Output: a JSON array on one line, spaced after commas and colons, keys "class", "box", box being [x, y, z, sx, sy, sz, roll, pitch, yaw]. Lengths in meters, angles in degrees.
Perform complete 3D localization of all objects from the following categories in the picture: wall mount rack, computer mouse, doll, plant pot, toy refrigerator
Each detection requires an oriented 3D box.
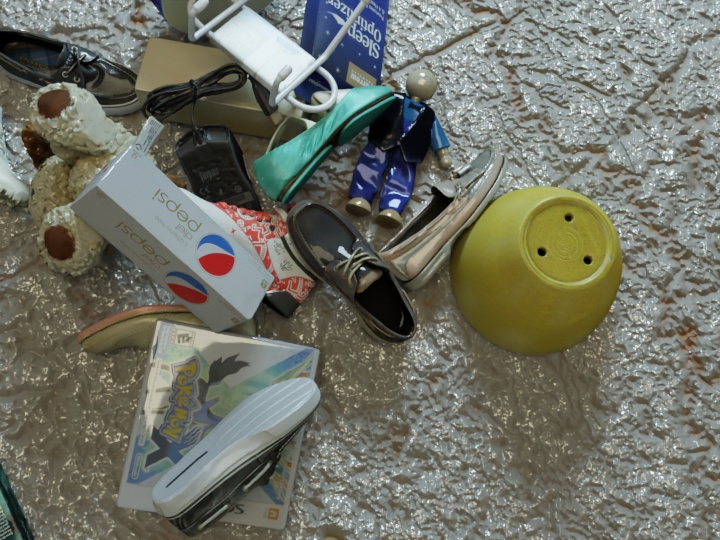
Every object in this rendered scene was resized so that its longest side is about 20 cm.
[{"class": "wall mount rack", "box": [-0.084, -0.275, 0.787, 0.200, 0.075, 0.174, 39, 63, 2]}, {"class": "computer mouse", "box": [-0.147, -0.139, 0.842, 0.140, 0.046, 0.201, -24, 109, 4]}, {"class": "doll", "box": [0.051, -0.154, 0.884, 0.136, 0.048, 0.201, 20, 77, -8]}, {"class": "plant pot", "box": [0.210, -0.014, 0.809, 0.199, 0.142, 0.201, 1, 76, -2]}, {"class": "toy refrigerator", "box": [-0.162, -0.217, 0.883, 0.199, 0.070, 0.076, 9, 71, -1]}]

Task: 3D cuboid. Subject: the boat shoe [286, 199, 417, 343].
[{"class": "boat shoe", "box": [0.000, 0.000, 0.800, 0.075, 0.073, 0.200, -48, 108, -15]}]

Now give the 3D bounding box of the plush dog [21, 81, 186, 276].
[{"class": "plush dog", "box": [-0.309, -0.090, 0.810, 0.171, 0.160, 0.201, -7, 87, 37]}]

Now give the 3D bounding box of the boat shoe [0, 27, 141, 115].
[{"class": "boat shoe", "box": [-0.358, -0.250, 0.882, 0.199, 0.066, 0.070, 21, 77, 3]}]

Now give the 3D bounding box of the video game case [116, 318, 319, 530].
[{"class": "video game case", "box": [-0.151, 0.167, 0.782, 0.181, 0.022, 0.201, 12, 85, -12]}]

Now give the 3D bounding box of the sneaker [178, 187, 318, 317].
[{"class": "sneaker", "box": [-0.121, -0.049, 0.818, 0.201, 0.067, 0.108, 44, 75, -20]}]

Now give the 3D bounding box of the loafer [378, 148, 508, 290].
[{"class": "loafer", "box": [0.098, -0.071, 0.848, 0.063, 0.072, 0.200, 39, 81, -16]}]

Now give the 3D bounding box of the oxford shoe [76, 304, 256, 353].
[{"class": "oxford shoe", "box": [-0.215, 0.075, 0.812, 0.199, 0.071, 0.074, -11, 82, -4]}]

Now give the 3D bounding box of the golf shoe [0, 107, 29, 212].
[{"class": "golf shoe", "box": [-0.452, -0.154, 0.856, 0.200, 0.078, 0.097, 38, 72, 6]}]

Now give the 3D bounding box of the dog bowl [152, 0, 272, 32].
[{"class": "dog bowl", "box": [-0.164, -0.374, 0.843, 0.200, 0.200, 0.079, -32, 82, -9]}]

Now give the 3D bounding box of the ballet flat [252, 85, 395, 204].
[{"class": "ballet flat", "box": [-0.045, -0.162, 0.820, 0.070, 0.067, 0.200, 45, 73, 0]}]

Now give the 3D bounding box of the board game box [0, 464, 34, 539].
[{"class": "board game box", "box": [-0.461, 0.303, 0.769, 0.199, 0.028, 0.136, -29, 80, -9]}]

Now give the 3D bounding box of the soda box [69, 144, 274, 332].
[{"class": "soda box", "box": [-0.186, -0.026, 0.731, 0.200, 0.068, 0.064, 45, 49, -24]}]

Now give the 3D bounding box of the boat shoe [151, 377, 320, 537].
[{"class": "boat shoe", "box": [-0.119, 0.191, 0.751, 0.200, 0.072, 0.071, -36, 119, -12]}]

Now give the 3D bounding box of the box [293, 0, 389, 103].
[{"class": "box", "box": [-0.019, -0.287, 0.884, 0.032, 0.121, 0.201, -4, 73, 42]}]
